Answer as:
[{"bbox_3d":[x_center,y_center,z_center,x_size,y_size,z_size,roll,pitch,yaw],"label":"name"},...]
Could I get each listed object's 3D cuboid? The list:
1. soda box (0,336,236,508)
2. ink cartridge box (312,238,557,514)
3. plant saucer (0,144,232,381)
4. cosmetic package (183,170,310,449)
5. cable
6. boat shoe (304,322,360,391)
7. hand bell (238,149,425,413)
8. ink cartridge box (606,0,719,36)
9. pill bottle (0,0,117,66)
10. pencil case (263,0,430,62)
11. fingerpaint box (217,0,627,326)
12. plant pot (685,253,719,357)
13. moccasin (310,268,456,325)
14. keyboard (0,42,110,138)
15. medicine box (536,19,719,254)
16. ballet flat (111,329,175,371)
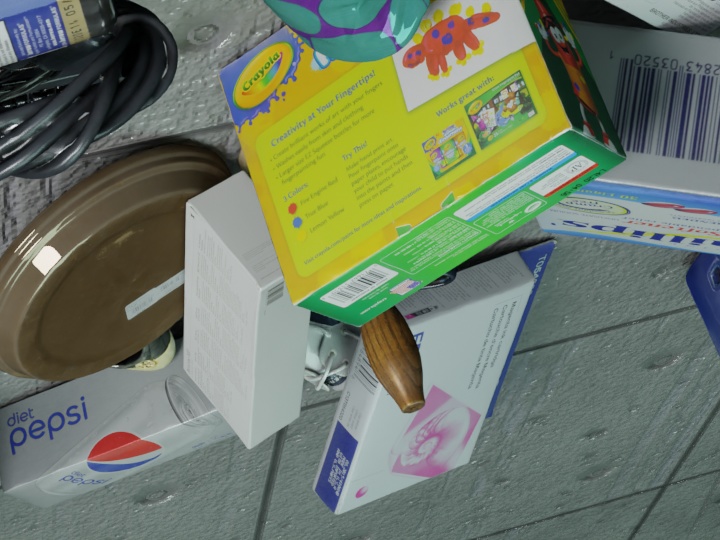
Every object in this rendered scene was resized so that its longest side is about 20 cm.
[{"bbox_3d":[-0.175,0.111,1.594,0.199,0.069,0.063,-21,156,14],"label":"soda box"},{"bbox_3d":[0.068,0.083,1.655,0.199,0.043,0.197,-18,139,-36],"label":"ink cartridge box"},{"bbox_3d":[-0.157,0.002,1.372,0.199,0.029,0.201,-34,155,-18],"label":"plant saucer"},{"bbox_3d":[-0.075,0.029,1.406,0.050,0.083,0.201,-32,155,-24],"label":"cosmetic package"},{"bbox_3d":[-0.179,-0.092,1.073,0.198,0.051,0.163,-8,-155,17],"label":"cable"},{"bbox_3d":[-0.023,0.059,1.620,0.072,0.069,0.200,-32,154,24],"label":"boat shoe"},{"bbox_3d":[0.000,0.000,1.354,0.103,0.201,0.104,-17,157,-7],"label":"hand bell"},{"bbox_3d":[0.226,-0.225,1.211,0.199,0.077,0.136,-32,154,28],"label":"ink cartridge box"},{"bbox_3d":[-0.223,-0.138,0.999,0.199,0.112,0.112,-18,156,-6],"label":"pill bottle"},{"bbox_3d":[-0.029,-0.182,1.092,0.092,0.086,0.200,-11,160,18],"label":"pencil case"},{"bbox_3d":[0.032,-0.091,1.230,0.199,0.168,0.073,-33,151,24],"label":"fingerpaint box"},{"bbox_3d":[0.409,0.017,1.725,0.198,0.201,0.180,-9,148,-22],"label":"plant pot"},{"bbox_3d":[-0.027,0.005,1.503,0.199,0.069,0.081,-19,156,1],"label":"moccasin"},{"bbox_3d":[-0.222,-0.081,1.208,0.199,0.040,0.104,-16,156,-12],"label":"keyboard"},{"bbox_3d":[0.202,-0.077,1.338,0.181,0.104,0.200,8,172,10],"label":"medicine box"},{"bbox_3d":[-0.196,0.048,1.477,0.066,0.057,0.200,-30,154,23],"label":"ballet flat"}]
